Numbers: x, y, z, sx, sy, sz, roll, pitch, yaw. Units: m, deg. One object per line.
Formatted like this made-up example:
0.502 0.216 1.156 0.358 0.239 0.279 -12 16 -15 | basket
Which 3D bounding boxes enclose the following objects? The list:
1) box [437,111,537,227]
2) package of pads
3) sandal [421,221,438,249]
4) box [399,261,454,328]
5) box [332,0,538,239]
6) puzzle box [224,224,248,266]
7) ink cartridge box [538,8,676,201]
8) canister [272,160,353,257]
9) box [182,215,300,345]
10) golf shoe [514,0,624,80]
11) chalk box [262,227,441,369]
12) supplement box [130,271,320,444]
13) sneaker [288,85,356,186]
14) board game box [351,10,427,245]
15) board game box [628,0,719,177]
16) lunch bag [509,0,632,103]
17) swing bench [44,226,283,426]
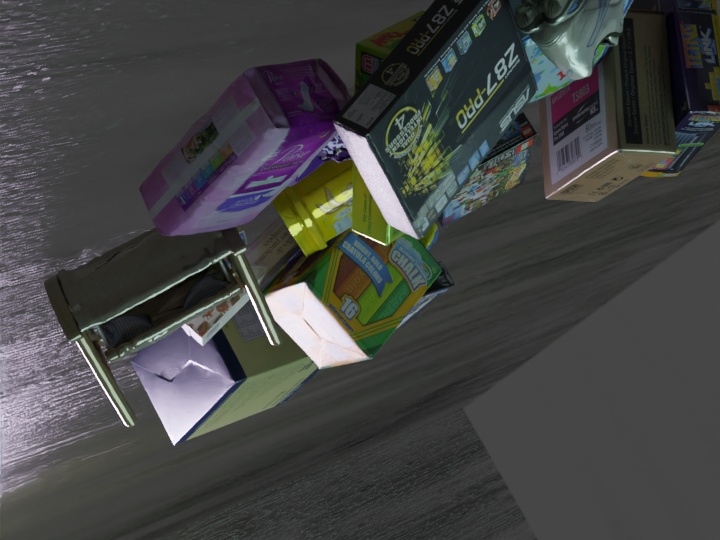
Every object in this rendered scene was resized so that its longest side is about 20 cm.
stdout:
0.162 -0.132 1.894 0.136 0.038 0.200 -28 167 -5 | box
-0.107 -0.112 1.328 0.120 0.076 0.200 -18 163 -49 | package of pads
0.022 -0.024 1.935 0.200 0.080 0.087 -26 172 23 | sandal
0.035 0.062 2.311 0.200 0.050 0.158 -17 162 -43 | box
0.074 -0.152 1.290 0.200 0.049 0.161 -51 146 -16 | box
-0.192 0.002 1.671 0.133 0.025 0.200 -29 166 -7 | puzzle box
0.274 -0.182 1.597 0.075 0.165 0.200 1 166 -17 | ink cartridge box
0.000 -0.109 1.543 0.200 0.087 0.149 -31 168 -1 | canister
-0.130 0.003 1.645 0.200 0.039 0.041 -46 172 -15 | box
0.214 -0.257 1.312 0.078 0.097 0.200 -7 -142 47 | golf shoe
0.000 0.000 1.664 0.200 0.125 0.124 -51 -162 -28 | chalk box
-0.161 0.108 1.886 0.200 0.134 0.200 -18 162 -40 | supplement box
-0.002 -0.139 1.431 0.200 0.084 0.081 -30 166 5 | sneaker
0.042 -0.135 1.351 0.102 0.048 0.200 -34 137 -41 | board game box
0.350 -0.229 1.590 0.057 0.200 0.165 0 159 -9 | board game box
0.191 -0.246 1.446 0.161 0.083 0.200 -26 166 -11 | lunch bag
-0.211 0.029 1.493 0.199 0.130 0.200 -27 145 -7 | swing bench
